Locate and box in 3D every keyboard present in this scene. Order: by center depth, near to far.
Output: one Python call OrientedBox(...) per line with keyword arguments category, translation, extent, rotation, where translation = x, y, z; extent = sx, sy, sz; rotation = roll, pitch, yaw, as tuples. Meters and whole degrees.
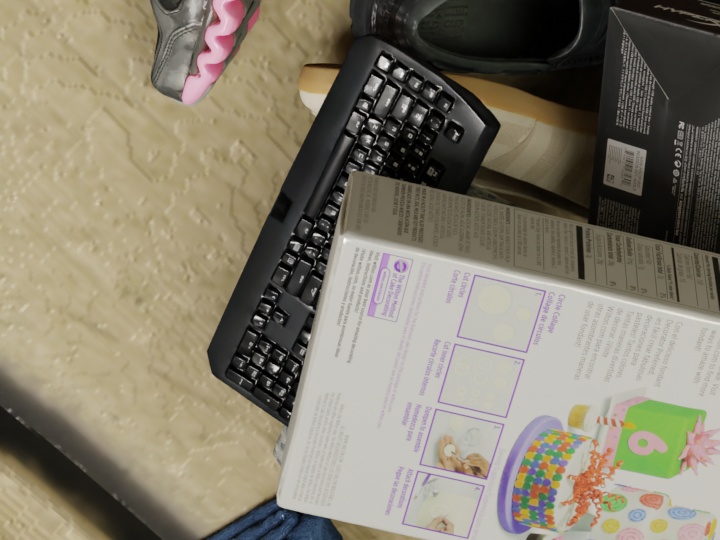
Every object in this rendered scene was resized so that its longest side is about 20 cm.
OrientedBox(category="keyboard", translation=(0.000, 0.000, 0.930), extent=(0.103, 0.040, 0.201), rotation=(30, 122, 6))

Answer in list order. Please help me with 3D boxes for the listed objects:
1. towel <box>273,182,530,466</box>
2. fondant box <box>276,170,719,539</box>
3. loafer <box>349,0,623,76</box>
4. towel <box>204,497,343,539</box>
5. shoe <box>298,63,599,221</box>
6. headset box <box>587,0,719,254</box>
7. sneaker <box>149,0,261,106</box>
OrientedBox(category="towel", translation=(0.073, 0.055, 0.972), extent=(0.198, 0.035, 0.194), rotation=(25, 120, 8))
OrientedBox(category="fondant box", translation=(0.074, 0.052, 0.890), extent=(0.198, 0.058, 0.145), rotation=(13, 121, -3))
OrientedBox(category="loafer", translation=(0.092, -0.123, 0.973), extent=(0.199, 0.070, 0.069), rotation=(-7, 112, -27))
OrientedBox(category="towel", translation=(-0.029, 0.217, 1.059), extent=(0.111, 0.048, 0.201), rotation=(-33, 120, -13))
OrientedBox(category="shoe", translation=(0.057, -0.061, 0.978), extent=(0.198, 0.070, 0.054), rotation=(10, 90, -32))
OrientedBox(category="headset box", translation=(0.193, -0.076, 0.998), extent=(0.199, 0.075, 0.150), rotation=(-30, 131, -48))
OrientedBox(category="sneaker", translation=(-0.079, -0.170, 0.878), extent=(0.094, 0.079, 0.202), rotation=(13, 116, 4))
